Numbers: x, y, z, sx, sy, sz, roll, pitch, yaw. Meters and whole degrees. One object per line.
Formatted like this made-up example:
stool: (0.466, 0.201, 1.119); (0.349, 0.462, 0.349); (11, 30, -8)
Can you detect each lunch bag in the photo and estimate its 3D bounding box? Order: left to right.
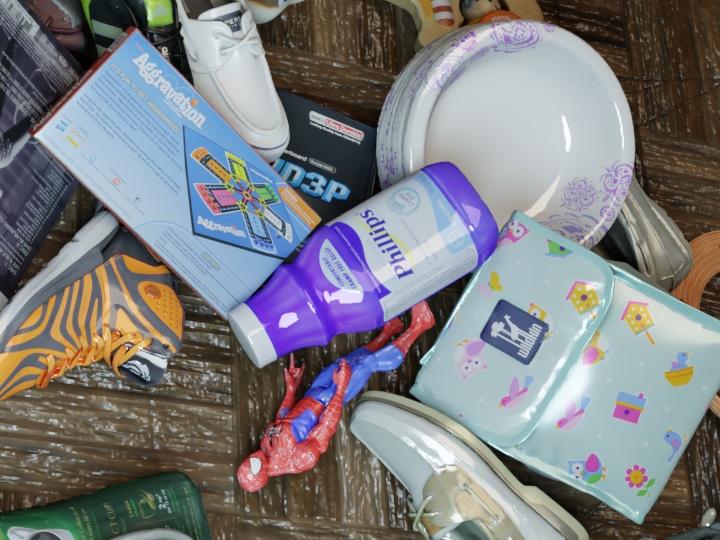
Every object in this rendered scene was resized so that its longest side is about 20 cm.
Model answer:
lunch bag: (0.157, 0.068, 1.396); (0.200, 0.122, 0.170); (29, 93, -10)

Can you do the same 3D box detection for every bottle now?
bottle: (0.000, 0.000, 1.342); (0.200, 0.065, 0.084); (-30, 70, -12)

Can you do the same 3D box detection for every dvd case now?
dvd case: (-0.257, -0.086, 1.291); (0.149, 0.016, 0.200); (51, 50, -36)

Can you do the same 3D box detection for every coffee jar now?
coffee jar: (-0.196, 0.193, 1.187); (0.200, 0.085, 0.104); (-6, 76, -32)

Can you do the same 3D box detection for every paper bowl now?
paper bowl: (0.107, -0.096, 1.469); (0.201, 0.104, 0.201); (-3, 96, -23)

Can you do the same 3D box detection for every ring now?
ring: (0.341, 0.058, 1.602); (0.200, 0.019, 0.200); (13, 59, -23)

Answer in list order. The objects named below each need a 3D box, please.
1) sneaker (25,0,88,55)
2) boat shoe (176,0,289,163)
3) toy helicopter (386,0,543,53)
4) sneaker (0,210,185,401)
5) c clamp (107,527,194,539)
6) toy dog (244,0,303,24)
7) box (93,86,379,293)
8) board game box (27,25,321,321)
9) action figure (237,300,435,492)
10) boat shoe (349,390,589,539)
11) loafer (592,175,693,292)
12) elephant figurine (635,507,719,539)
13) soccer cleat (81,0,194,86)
sneaker: (-0.256, -0.164, 1.348); (0.115, 0.076, 0.200); (23, 56, -21)
boat shoe: (-0.110, -0.173, 1.382); (0.074, 0.065, 0.200); (-27, 79, -37)
toy helicopter: (0.061, -0.238, 1.567); (0.200, 0.079, 0.132); (22, 62, -3)
sneaker: (-0.188, 0.051, 1.270); (0.112, 0.078, 0.200); (41, 53, -3)
c clamp: (-0.169, 0.254, 1.144); (0.171, 0.027, 0.200); (5, 102, -36)
toy dog: (-0.092, -0.292, 1.468); (0.194, 0.140, 0.200); (-1, 68, -29)
box: (-0.090, -0.069, 1.408); (0.200, 0.046, 0.159); (22, 56, -17)
board game box: (-0.127, -0.066, 1.305); (0.103, 0.019, 0.200); (-46, 117, -5)
action figure: (-0.025, 0.088, 1.348); (0.200, 0.065, 0.052); (-50, 119, -33)
boat shoe: (0.070, 0.165, 1.357); (0.200, 0.075, 0.068); (35, 64, 4)
loafer: (0.194, -0.059, 1.548); (0.070, 0.070, 0.200); (-36, 81, -35)
elephant figurine: (0.224, 0.236, 1.328); (0.141, 0.200, 0.155); (7, 63, -27)
soccer cleat: (-0.153, -0.155, 1.338); (0.068, 0.081, 0.200); (-12, 72, -31)
